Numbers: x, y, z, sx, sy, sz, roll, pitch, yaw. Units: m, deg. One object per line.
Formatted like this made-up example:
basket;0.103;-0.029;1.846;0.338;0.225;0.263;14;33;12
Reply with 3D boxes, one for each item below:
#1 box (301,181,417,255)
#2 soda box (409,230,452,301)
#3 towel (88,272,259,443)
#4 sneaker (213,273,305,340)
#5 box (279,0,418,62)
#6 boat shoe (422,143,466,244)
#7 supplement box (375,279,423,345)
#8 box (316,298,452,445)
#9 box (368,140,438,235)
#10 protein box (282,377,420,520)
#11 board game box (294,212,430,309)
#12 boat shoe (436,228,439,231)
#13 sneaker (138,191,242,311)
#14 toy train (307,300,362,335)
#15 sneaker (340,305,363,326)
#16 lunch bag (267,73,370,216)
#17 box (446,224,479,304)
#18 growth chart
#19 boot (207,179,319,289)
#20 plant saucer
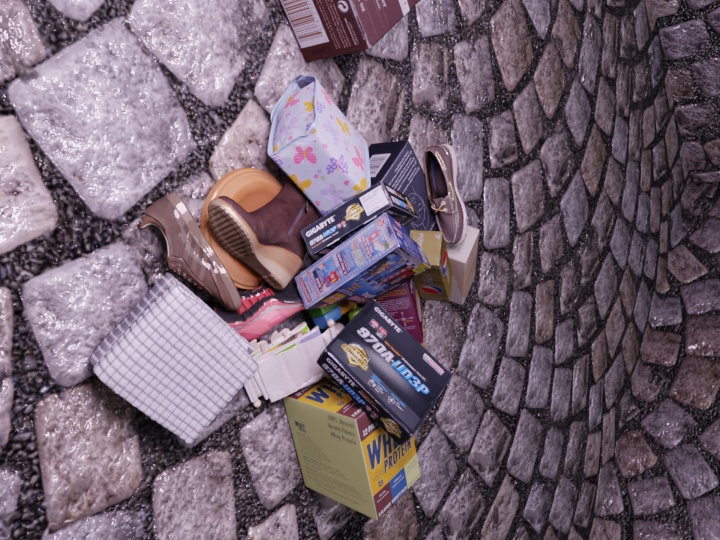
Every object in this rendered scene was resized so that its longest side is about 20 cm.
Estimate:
box;0.006;-0.080;1.045;0.047;0.157;0.199;63;16;9
soda box;0.139;-0.005;1.187;0.201;0.062;0.070;59;37;-64
towel;-0.261;0.126;0.876;0.166;0.085;0.201;-47;128;-9
sneaker;-0.160;0.067;1.022;0.197;0.074;0.088;-18;144;-34
box;-0.021;-0.497;1.056;0.201;0.161;0.168;-51;128;-32
boat shoe;0.166;-0.149;1.220;0.059;0.071;0.206;-16;101;-41
supplement box;0.070;0.049;1.206;0.112;0.083;0.203;-85;163;-48
box;0.044;0.168;1.034;0.200;0.046;0.159;43;46;5
box;0.067;-0.135;1.237;0.150;0.105;0.202;-55;130;-30
protein box;-0.016;0.305;1.120;0.134;0.195;0.205;-28;114;-42
board game box;0.000;0.000;1.018;0.063;0.196;0.199;66;15;18
boat shoe;0.157;-0.107;1.375;0.062;0.070;0.205;-117;-135;-87
sneaker;-0.255;-0.014;0.914;0.075;0.070;0.203;-32;107;-12
toy train;-0.019;0.048;1.156;0.199;0.084;0.118;-33;102;-42
sneaker;-0.022;0.141;1.194;0.201;0.065;0.080;-50;134;-35
lunch bag;-0.070;-0.223;1.056;0.170;0.125;0.204;45;31;-38
box;0.217;-0.015;1.386;0.096;0.076;0.201;-62;161;-23
growth chart;-0.119;0.158;1.056;0.195;0.018;0.148;-18;121;-20
boot;-0.152;-0.089;0.986;0.201;0.071;0.169;52;46;-37
plant saucer;-0.177;-0.069;1.018;0.197;0.037;0.207;-6;98;-49
